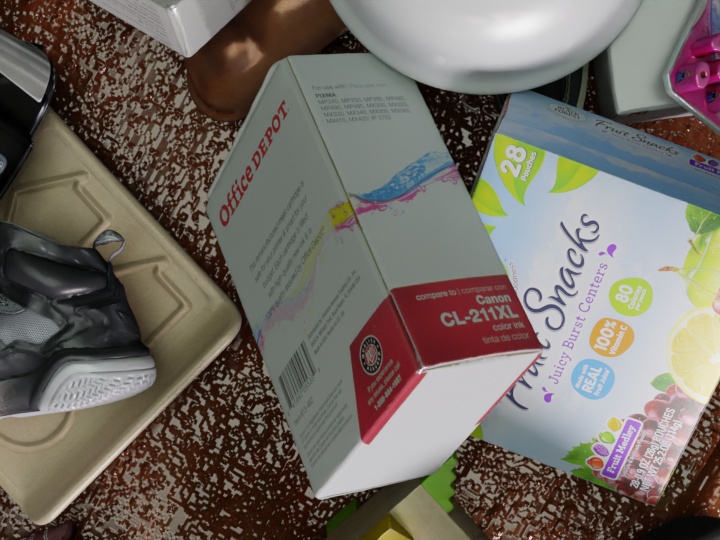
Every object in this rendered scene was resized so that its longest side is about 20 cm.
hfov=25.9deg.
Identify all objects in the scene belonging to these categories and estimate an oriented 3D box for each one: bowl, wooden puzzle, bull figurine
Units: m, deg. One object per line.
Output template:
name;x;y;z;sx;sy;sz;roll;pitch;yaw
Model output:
bowl;0.067;-0.198;0.814;0.199;0.090;0.204;0;89;2
wooden puzzle;-0.198;0.025;0.978;0.185;0.046;0.200;-44;84;4
bull figurine;-0.036;-0.180;0.947;0.199;0.065;0.122;-37;85;3

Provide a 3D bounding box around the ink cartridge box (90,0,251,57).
ink cartridge box;-0.112;-0.232;0.919;0.199;0.045;0.176;33;69;30

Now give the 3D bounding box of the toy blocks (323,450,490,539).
toy blocks;0.024;0.219;0.948;0.200;0.100;0.137;-41;99;7

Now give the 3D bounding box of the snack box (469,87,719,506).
snack box;0.129;0.018;0.894;0.167;0.068;0.201;21;124;3

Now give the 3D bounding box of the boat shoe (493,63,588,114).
boat shoe;0.089;-0.173;0.927;0.071;0.067;0.202;-6;92;29

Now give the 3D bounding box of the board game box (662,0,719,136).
board game box;0.284;-0.133;0.876;0.199;0.026;0.201;33;76;-21

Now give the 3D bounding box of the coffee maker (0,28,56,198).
coffee maker;-0.302;-0.104;0.895;0.192;0.135;0.200;-43;132;5

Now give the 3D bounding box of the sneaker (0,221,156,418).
sneaker;-0.224;0.033;0.923;0.198;0.075;0.115;-9;87;2

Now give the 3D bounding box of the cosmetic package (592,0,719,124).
cosmetic package;0.169;-0.189;0.909;0.089;0.107;0.202;-10;93;4

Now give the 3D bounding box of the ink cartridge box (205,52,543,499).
ink cartridge box;0.000;0.000;0.869;0.082;0.146;0.201;-7;61;-30

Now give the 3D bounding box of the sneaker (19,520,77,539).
sneaker;-0.163;0.249;0.967;0.115;0.076;0.201;-26;89;2

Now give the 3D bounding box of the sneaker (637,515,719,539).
sneaker;0.150;0.227;0.905;0.200;0.067;0.109;-19;97;-32
